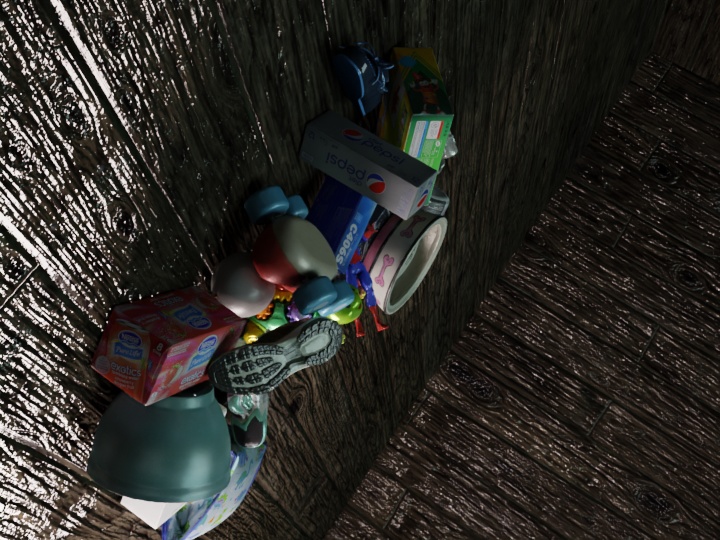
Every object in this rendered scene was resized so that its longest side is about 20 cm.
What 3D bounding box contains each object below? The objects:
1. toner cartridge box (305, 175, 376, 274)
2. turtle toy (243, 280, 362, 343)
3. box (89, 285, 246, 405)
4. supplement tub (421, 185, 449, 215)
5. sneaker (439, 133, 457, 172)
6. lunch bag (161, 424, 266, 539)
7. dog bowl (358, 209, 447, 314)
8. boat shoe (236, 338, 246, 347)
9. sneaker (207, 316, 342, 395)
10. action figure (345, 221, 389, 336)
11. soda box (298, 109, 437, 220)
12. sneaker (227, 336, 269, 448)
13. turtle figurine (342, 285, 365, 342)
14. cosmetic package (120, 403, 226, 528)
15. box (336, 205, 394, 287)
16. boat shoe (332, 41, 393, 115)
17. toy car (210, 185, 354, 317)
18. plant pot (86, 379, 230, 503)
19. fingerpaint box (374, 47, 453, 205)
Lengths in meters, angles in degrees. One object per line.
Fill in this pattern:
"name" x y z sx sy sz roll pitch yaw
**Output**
"toner cartridge box" -0.029 -0.098 1.613 0.043 0.095 0.201 40 70 -47
"turtle toy" -0.094 0.049 1.588 0.101 0.198 0.146 91 10 -50
"box" -0.253 0.096 1.351 0.096 0.099 0.200 -63 163 17
"supplement tub" 0.084 -0.082 2.008 0.201 0.122 0.122 -63 164 18
"sneaker" 0.146 -0.262 1.902 0.078 0.099 0.201 -49 162 -30
"lunch bag" -0.272 0.383 1.782 0.201 0.127 0.170 -69 164 3
"dog bowl" 0.071 -0.025 1.782 0.200 0.074 0.201 -52 163 -23
"boat shoe" -0.225 0.117 1.547 0.200 0.060 0.076 69 34 -68
"sneaker" -0.127 0.115 1.423 0.199 0.088 0.077 -18 110 -24
"action figure" 0.000 0.000 1.624 0.065 0.201 0.099 -15 175 -17
"soda box" 0.010 -0.158 1.496 0.068 0.199 0.064 -42 158 -48
"sneaker" -0.199 0.196 1.769 0.140 0.077 0.202 -100 -168 -75
"turtle figurine" -0.065 0.099 1.721 0.200 0.064 0.162 -51 169 -26
"cosmetic package" -0.301 0.301 1.618 0.113 0.081 0.201 -36 152 -58
"box" -0.013 -0.064 1.781 0.201 0.104 0.182 -55 163 -13
"boat shoe" 0.005 -0.293 1.472 0.069 0.084 0.200 -38 177 -1
"toy car" -0.145 0.009 1.483 0.199 0.185 0.177 -31 169 12
"plant pot" -0.269 0.216 1.391 0.200 0.199 0.135 -18 120 -67
"fingerpaint box" 0.084 -0.235 1.649 0.201 0.073 0.168 103 -19 -48
